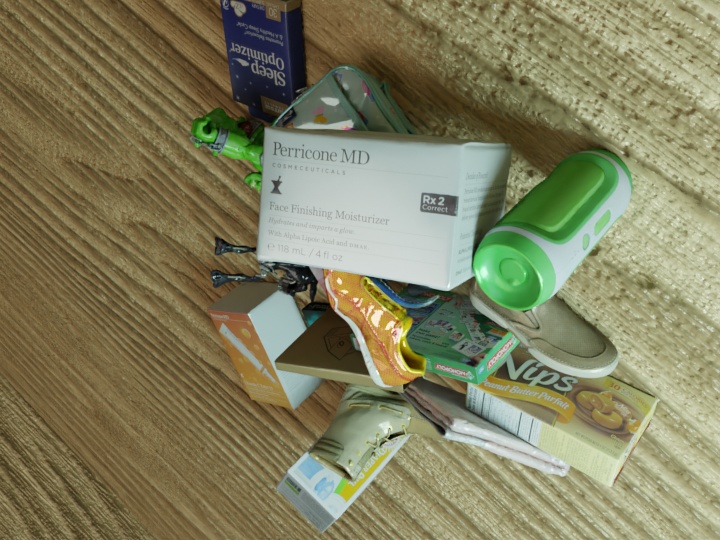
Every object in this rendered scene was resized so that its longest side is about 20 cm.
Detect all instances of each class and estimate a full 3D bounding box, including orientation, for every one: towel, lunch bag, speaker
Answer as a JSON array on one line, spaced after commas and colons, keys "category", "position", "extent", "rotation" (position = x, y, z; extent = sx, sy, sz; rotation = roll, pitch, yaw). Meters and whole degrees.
[{"category": "towel", "position": [0.147, 0.197, 1.009], "extent": [0.191, 0.032, 0.200], "rotation": [23, -177, -23]}, {"category": "lunch bag", "position": [-0.007, -0.141, 0.927], "extent": [0.160, 0.077, 0.200], "rotation": [-37, 84, 23]}, {"category": "speaker", "position": [0.192, -0.044, 0.753], "extent": [0.088, 0.200, 0.088], "rotation": [26, 137, 28]}]

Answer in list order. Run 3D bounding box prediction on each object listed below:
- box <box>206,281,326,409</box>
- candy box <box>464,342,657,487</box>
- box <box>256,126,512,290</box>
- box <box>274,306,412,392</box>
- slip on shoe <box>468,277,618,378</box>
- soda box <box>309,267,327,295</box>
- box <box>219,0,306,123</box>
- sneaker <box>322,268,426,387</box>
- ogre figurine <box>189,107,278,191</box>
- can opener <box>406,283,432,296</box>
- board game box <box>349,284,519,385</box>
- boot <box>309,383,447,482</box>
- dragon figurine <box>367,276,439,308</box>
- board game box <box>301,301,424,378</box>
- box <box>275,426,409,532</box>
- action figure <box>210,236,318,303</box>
[{"category": "box", "position": [-0.161, 0.129, 1.355], "extent": [0.124, 0.097, 0.200], "rotation": [2, 122, 45]}, {"category": "candy box", "position": [0.244, 0.164, 0.949], "extent": [0.200, 0.115, 0.055], "rotation": [25, 136, 30]}, {"category": "box", "position": [0.030, -0.071, 0.773], "extent": [0.199, 0.200, 0.131], "rotation": [9, 101, 22]}, {"category": "box", "position": [0.007, 0.103, 1.066], "extent": [0.200, 0.163, 0.021], "rotation": [6, 119, 30]}, {"category": "slip on shoe", "position": [0.218, 0.053, 0.921], "extent": [0.200, 0.076, 0.061], "rotation": [38, 148, 28]}, {"category": "soda box", "position": [-0.047, -0.044, 1.105], "extent": [0.070, 0.063, 0.200], "rotation": [-24, 102, 35]}, {"category": "box", "position": [-0.126, -0.276, 1.030], "extent": [0.121, 0.032, 0.200], "rotation": [25, 138, 29]}, {"category": "sneaker", "position": [0.017, 0.047, 0.918], "extent": [0.077, 0.073, 0.200], "rotation": [-22, 113, 21]}, {"category": "ogre figurine", "position": [-0.148, -0.170, 1.047], "extent": [0.120, 0.098, 0.200], "rotation": [27, 172, 4]}, {"category": "can opener", "position": [0.114, -0.011, 0.984], "extent": [0.200, 0.066, 0.053], "rotation": [-32, 80, 61]}, {"category": "board game box", "position": [0.104, 0.078, 1.004], "extent": [0.200, 0.135, 0.029], "rotation": [11, 126, 41]}, {"category": "boot", "position": [0.034, 0.265, 1.205], "extent": [0.200, 0.155, 0.073], "rotation": [16, 142, 26]}, {"category": "dragon figurine", "position": [0.000, 0.000, 1.013], "extent": [0.200, 0.059, 0.099], "rotation": [17, 139, 32]}, {"category": "board game box", "position": [0.002, 0.118, 1.233], "extent": [0.200, 0.028, 0.135], "rotation": [1, 121, 45]}, {"category": "box", "position": [-0.027, 0.318, 1.290], "extent": [0.112, 0.200, 0.101], "rotation": [42, 146, 9]}, {"category": "action figure", "position": [-0.126, -0.014, 1.195], "extent": [0.200, 0.102, 0.119], "rotation": [3, 99, -1]}]
